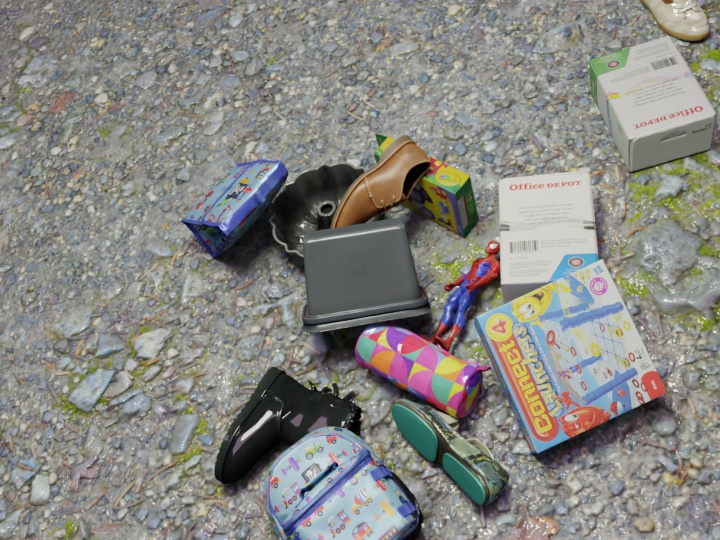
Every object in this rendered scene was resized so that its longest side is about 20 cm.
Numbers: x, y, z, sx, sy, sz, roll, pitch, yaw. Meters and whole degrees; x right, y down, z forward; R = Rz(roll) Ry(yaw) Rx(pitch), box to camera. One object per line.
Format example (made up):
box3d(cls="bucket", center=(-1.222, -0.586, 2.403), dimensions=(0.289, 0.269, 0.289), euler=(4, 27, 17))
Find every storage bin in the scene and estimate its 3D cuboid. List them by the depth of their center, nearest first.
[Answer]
box3d(cls="storage bin", center=(0.000, 0.000, 1.360), dimensions=(0.196, 0.137, 0.146), euler=(-8, 11, 1))

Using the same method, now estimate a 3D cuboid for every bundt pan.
box3d(cls="bundt pan", center=(-0.047, -0.081, 1.500), dimensions=(0.198, 0.076, 0.205), euler=(-8, 54, 11))

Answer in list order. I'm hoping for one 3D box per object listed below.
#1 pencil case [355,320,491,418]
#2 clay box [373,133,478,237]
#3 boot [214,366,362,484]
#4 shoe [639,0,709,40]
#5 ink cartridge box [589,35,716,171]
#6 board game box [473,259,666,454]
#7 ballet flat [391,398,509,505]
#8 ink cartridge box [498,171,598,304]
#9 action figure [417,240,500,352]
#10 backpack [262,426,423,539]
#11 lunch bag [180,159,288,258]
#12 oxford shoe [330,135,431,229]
box3d(cls="pencil case", center=(0.088, 0.139, 1.300), dimensions=(0.198, 0.089, 0.089), euler=(23, 64, 29))
box3d(cls="clay box", center=(0.098, -0.143, 1.479), dimensions=(0.198, 0.116, 0.048), euler=(29, 67, 32))
box3d(cls="boot", center=(-0.100, 0.244, 1.292), dimensions=(0.160, 0.074, 0.200), euler=(22, 65, 21))
box3d(cls="shoe", center=(0.562, -0.488, 1.632), dimensions=(0.069, 0.054, 0.201), euler=(-27, 53, -4))
box3d(cls="ink cartridge box", center=(0.480, -0.277, 1.485), dimensions=(0.142, 0.085, 0.203), euler=(-16, 52, 4))
box3d(cls="board game box", center=(0.283, 0.118, 1.227), dimensions=(0.193, 0.056, 0.203), euler=(-24, 79, -2))
box3d(cls="ballet flat", center=(0.126, 0.242, 1.238), dimensions=(0.074, 0.075, 0.200), euler=(-38, 56, -13))
box3d(cls="ink cartridge box", center=(0.287, -0.044, 1.373), dimensions=(0.143, 0.085, 0.203), euler=(-3, 54, 13))
box3d(cls="action figure", center=(0.161, 0.032, 1.372), dimensions=(0.201, 0.052, 0.065), euler=(-52, 23, -23))
box3d(cls="backpack", center=(-0.036, 0.299, 1.166), dimensions=(0.181, 0.135, 0.201), euler=(-34, 69, -9))
box3d(cls="lunch bag", center=(-0.196, -0.107, 1.488), dimensions=(0.151, 0.094, 0.199), euler=(-48, 17, -18))
box3d(cls="oxford shoe", center=(0.030, -0.116, 1.394), dimensions=(0.200, 0.071, 0.071), euler=(-48, 63, 3))
